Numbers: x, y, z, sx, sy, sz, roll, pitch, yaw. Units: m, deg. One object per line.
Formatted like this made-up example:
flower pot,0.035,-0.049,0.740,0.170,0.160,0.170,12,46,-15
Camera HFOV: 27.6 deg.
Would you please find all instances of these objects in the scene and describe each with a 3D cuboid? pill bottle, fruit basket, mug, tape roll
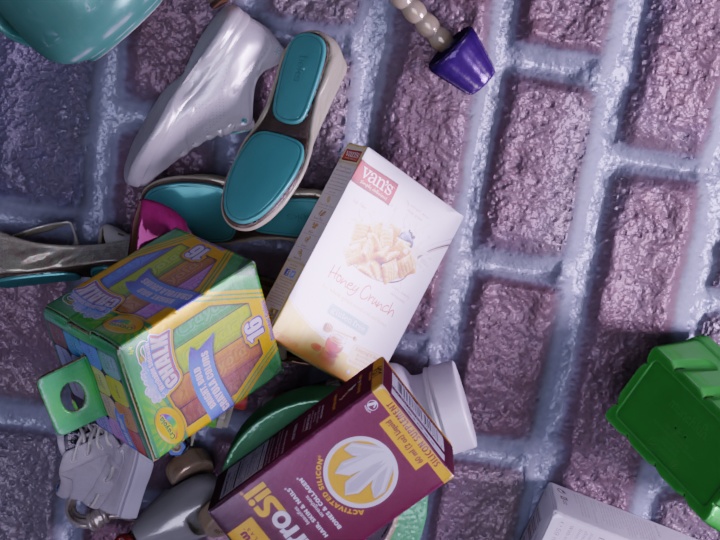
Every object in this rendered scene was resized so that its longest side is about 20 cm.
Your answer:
pill bottle,0.010,0.159,1.472,0.198,0.120,0.120,-16,109,5
fruit basket,0.364,0.180,1.461,0.215,0.216,0.156,30,108,-10
mug,-0.251,-0.260,1.324,0.152,0.185,0.115,-45,107,-11
tape roll,-0.035,0.212,1.400,0.199,0.048,0.202,0,103,1

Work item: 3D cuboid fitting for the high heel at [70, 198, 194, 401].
high heel,-0.231,0.028,1.384,0.096,0.067,0.201,40,84,-34

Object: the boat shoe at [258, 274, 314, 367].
boat shoe,-0.080,0.054,1.459,0.198,0.074,0.076,9,109,-3

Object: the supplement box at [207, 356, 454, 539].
supplement box,-0.026,0.187,1.325,0.199,0.086,0.111,-37,100,10

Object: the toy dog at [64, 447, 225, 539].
toy dog,-0.202,0.274,1.529,0.199,0.133,0.096,-20,147,12

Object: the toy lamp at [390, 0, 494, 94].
toy lamp,0.047,-0.246,1.363,0.058,0.058,0.200,-42,105,13

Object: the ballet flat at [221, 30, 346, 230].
ballet flat,-0.067,-0.124,1.369,0.069,0.069,0.201,26,84,-8

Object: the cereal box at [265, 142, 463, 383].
cereal box,0.000,0.000,1.392,0.143,0.039,0.201,32,83,-36

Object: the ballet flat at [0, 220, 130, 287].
ballet flat,-0.268,-0.019,1.442,0.198,0.067,0.063,-1,77,-6

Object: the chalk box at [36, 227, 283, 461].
chalk box,-0.189,0.073,1.293,0.200,0.123,0.125,-35,128,-31

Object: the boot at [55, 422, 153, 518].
boot,-0.247,0.170,1.421,0.095,0.074,0.201,13,133,-9

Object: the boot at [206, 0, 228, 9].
boot,-0.099,-0.354,1.327,0.199,0.070,0.147,-36,99,11

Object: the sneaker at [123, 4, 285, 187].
sneaker,-0.146,-0.148,1.396,0.088,0.075,0.200,33,105,-23

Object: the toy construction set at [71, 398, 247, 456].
toy construction set,-0.209,0.116,1.479,0.198,0.092,0.132,18,109,6

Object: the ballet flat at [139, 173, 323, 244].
ballet flat,-0.112,-0.061,1.426,0.198,0.070,0.070,8,109,3

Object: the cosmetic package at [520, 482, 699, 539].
cosmetic package,0.270,0.312,1.549,0.199,0.074,0.102,21,109,-6
